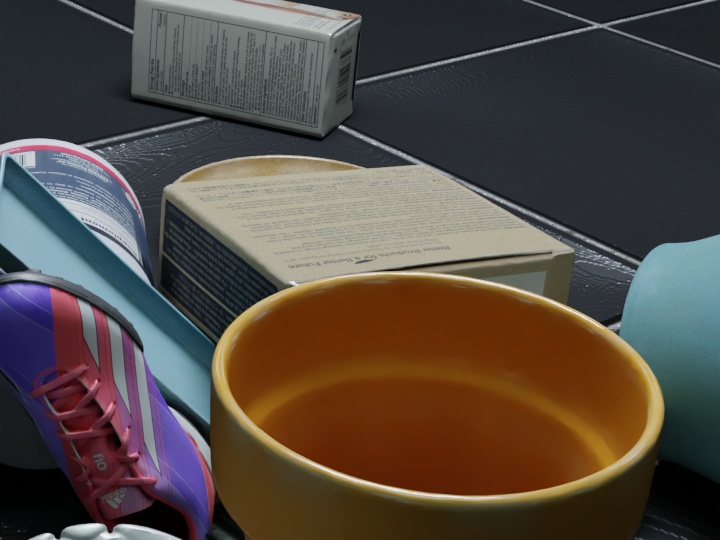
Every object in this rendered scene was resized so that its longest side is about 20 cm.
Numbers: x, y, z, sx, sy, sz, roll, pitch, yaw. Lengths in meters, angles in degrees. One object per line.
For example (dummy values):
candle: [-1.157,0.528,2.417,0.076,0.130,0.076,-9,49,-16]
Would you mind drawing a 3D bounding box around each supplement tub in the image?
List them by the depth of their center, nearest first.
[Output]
supplement tub: [-0.195,0.016,0.975,0.139,0.142,0.200,-1,26,-12]

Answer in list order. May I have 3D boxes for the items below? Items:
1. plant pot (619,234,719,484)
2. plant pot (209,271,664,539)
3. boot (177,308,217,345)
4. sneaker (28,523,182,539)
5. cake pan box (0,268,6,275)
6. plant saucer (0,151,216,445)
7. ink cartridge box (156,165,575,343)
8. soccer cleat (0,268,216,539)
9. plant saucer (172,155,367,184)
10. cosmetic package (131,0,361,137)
plant pot: [0.261,0.053,0.939,0.187,0.202,0.200,4,21,33]
plant pot: [0.027,0.126,0.735,0.198,0.185,0.201,4,26,-2]
boot: [-0.080,0.051,1.031,0.075,0.074,0.200,17,26,-20]
sneaker: [-0.160,0.182,0.739,0.198,0.081,0.084,-13,46,-20]
cake pan box: [-0.282,0.048,0.867,0.052,0.200,0.184,38,3,-37]
plant saucer: [-0.130,0.023,0.851,0.019,0.200,0.070,-31,37,19]
ink cartridge box: [0.000,0.000,0.957,0.199,0.076,0.165,-6,25,-31]
soccer cleat: [-0.130,0.081,0.805,0.068,0.201,0.074,-19,42,13]
plant saucer: [-0.052,-0.037,1.236,0.198,0.036,0.201,4,25,-2]
cosmetic package: [-0.108,-0.202,1.496,0.198,0.104,0.087,14,25,15]
